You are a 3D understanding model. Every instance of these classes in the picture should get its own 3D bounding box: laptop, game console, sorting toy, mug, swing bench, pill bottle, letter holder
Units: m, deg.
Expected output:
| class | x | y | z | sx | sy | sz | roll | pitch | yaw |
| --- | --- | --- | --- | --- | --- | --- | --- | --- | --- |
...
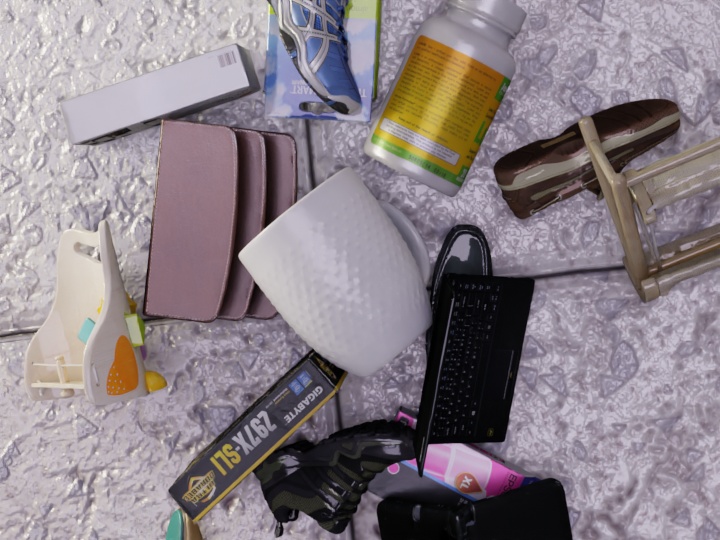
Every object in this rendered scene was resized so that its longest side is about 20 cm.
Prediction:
| class | x | y | z | sx | sy | sz | roll | pitch | yaw |
| --- | --- | --- | --- | --- | --- | --- | --- | --- | --- |
| laptop | 0.117 | 0.101 | 1.430 | 0.198 | 0.103 | 0.180 | 4 | 100 | -39 |
| game console | 0.128 | 0.323 | 1.529 | 0.174 | 0.116 | 0.203 | 0 | 107 | 42 |
| sorting toy | -0.277 | 0.042 | 1.504 | 0.106 | 0.199 | 0.183 | -6 | 90 | -31 |
| mug | 0.000 | 0.000 | 1.470 | 0.176 | 0.200 | 0.147 | 52 | 133 | 1 |
| swing bench | 0.345 | -0.077 | 1.420 | 0.197 | 0.130 | 0.202 | -22 | 124 | 6 |
| pill bottle | 0.092 | -0.188 | 1.478 | 0.110 | 0.111 | 0.202 | 26 | 96 | 3 |
| letter holder | -0.142 | -0.049 | 1.514 | 0.140 | 0.101 | 0.203 | 7 | 94 | 2 |

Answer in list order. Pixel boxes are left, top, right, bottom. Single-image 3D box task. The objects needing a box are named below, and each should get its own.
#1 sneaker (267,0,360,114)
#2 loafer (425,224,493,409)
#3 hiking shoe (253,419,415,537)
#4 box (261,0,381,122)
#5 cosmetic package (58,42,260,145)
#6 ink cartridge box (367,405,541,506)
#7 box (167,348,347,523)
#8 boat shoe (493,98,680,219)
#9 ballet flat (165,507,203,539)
| class | x | y | z | sx | sy | sz | roll | pitch | yaw |
| --- | --- | --- | --- | --- | --- | --- | --- | --- | --- |
| sneaker | -0.043 | -0.254 | 1.455 | 0.076 | 0.076 | 0.202 | -25 | 92 | 10 |
| loafer | 0.104 | 0.054 | 1.513 | 0.067 | 0.070 | 0.204 | 7 | 94 | 2 |
| hiking shoe | -0.016 | 0.221 | 1.520 | 0.198 | 0.076 | 0.102 | -17 | 91 | 28 |
| box | -0.039 | -0.259 | 1.516 | 0.120 | 0.048 | 0.203 | 3 | 94 | 5 |
| cosmetic package | -0.209 | -0.182 | 1.519 | 0.197 | 0.083 | 0.051 | -18 | 94 | 6 |
| ink cartridge box | 0.108 | 0.233 | 1.545 | 0.198 | 0.037 | 0.096 | 27 | 96 | 1 |
| box | -0.101 | 0.162 | 1.494 | 0.200 | 0.160 | 0.049 | -43 | 89 | 5 |
| boat shoe | 0.240 | -0.112 | 1.500 | 0.200 | 0.075 | 0.076 | -20 | 114 | 5 |
| ballet flat | -0.189 | 0.355 | 1.571 | 0.062 | 0.069 | 0.203 | 8 | 98 | -24 |
